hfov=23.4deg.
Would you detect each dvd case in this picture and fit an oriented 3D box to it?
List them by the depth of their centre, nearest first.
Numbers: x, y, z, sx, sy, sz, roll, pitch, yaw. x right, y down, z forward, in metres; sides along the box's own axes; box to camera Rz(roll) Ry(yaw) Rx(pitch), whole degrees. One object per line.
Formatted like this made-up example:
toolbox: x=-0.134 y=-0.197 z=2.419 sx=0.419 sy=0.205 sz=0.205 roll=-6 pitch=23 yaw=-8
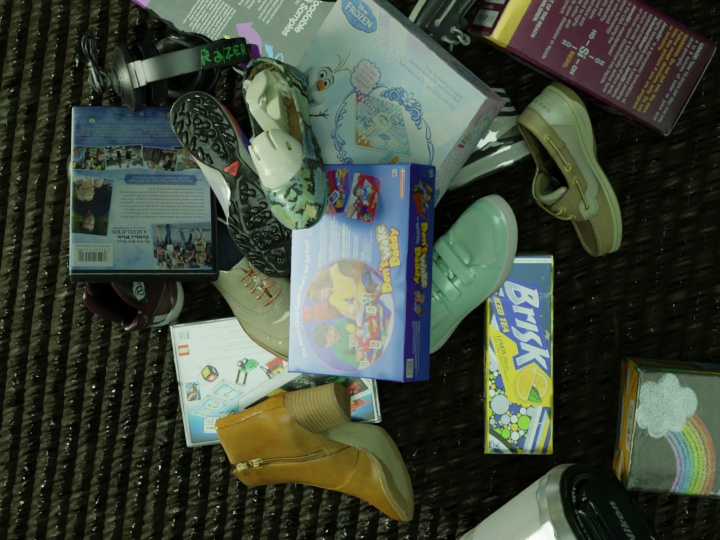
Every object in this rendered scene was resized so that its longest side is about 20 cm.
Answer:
dvd case: x=-0.212 y=-0.077 z=1.710 sx=0.143 sy=0.018 sz=0.200 roll=0 pitch=59 yaw=-8

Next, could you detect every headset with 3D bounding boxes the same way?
headset: x=-0.199 y=-0.208 z=1.700 sx=0.200 sy=0.123 sz=0.094 roll=-10 pitch=97 yaw=43

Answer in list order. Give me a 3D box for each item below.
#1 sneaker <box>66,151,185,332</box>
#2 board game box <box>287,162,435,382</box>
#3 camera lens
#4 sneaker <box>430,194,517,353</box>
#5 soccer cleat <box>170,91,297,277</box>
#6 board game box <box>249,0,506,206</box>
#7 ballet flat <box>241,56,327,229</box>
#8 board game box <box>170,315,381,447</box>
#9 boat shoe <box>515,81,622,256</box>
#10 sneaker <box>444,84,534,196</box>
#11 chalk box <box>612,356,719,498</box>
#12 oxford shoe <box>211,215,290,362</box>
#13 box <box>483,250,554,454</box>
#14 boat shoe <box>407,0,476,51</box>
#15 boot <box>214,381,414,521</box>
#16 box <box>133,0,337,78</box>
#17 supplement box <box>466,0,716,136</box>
sneaker: x=-0.249 y=-0.029 z=1.721 sx=0.076 sy=0.116 sz=0.200 roll=-27 pitch=92 yaw=24
board game box: x=0.000 y=0.000 z=1.633 sx=0.134 sy=0.045 sz=0.200 roll=3 pitch=91 yaw=35
camera lens: x=0.181 y=0.295 z=1.680 sx=0.160 sy=0.160 sz=0.200 roll=48 pitch=118 yaw=-1
sneaker: x=0.068 y=0.013 z=1.680 sx=0.074 sy=0.118 sz=0.200 roll=50 pitch=124 yaw=27
soccer cleat: x=-0.114 y=-0.086 z=1.695 sx=0.068 sy=0.073 sz=0.200 roll=-32 pitch=91 yaw=10
board game box: x=0.011 y=-0.142 z=1.681 sx=0.200 sy=0.043 sz=0.199 roll=44 pitch=113 yaw=27
ballet flat: x=-0.079 y=-0.124 z=1.631 sx=0.074 sy=0.074 sz=0.200 roll=-17 pitch=49 yaw=3
board game box: x=-0.085 y=0.103 z=1.768 sx=0.200 sy=0.035 sz=0.126 roll=-7 pitch=92 yaw=3
boat shoe: x=0.198 y=-0.088 z=1.694 sx=0.066 sy=0.074 sz=0.200 roll=-34 pitch=123 yaw=-14
sneaker: x=0.063 y=-0.128 z=1.730 sx=0.200 sy=0.076 sz=0.115 roll=-22 pitch=89 yaw=8
chalk box: x=0.358 y=0.157 z=1.711 sx=0.200 sy=0.124 sz=0.125 roll=6 pitch=92 yaw=1
oxford shoe: x=-0.104 y=0.020 z=1.720 sx=0.200 sy=0.074 sz=0.071 roll=42 pitch=81 yaw=16
box: x=0.158 y=0.081 z=1.743 sx=0.070 sy=0.064 sz=0.200 roll=0 pitch=94 yaw=3
boat shoe: x=0.085 y=-0.250 z=1.725 sx=0.063 sy=0.073 sz=0.200 roll=28 pitch=89 yaw=4
boot: x=-0.046 y=0.195 z=1.746 sx=0.144 sy=0.071 sz=0.201 roll=-20 pitch=125 yaw=21
box: x=-0.120 y=-0.281 z=1.750 sx=0.200 sy=0.036 sz=0.143 roll=36 pitch=95 yaw=1
supplement box: x=0.219 y=-0.223 z=1.675 sx=0.200 sy=0.131 sz=0.103 roll=27 pitch=95 yaw=-10
